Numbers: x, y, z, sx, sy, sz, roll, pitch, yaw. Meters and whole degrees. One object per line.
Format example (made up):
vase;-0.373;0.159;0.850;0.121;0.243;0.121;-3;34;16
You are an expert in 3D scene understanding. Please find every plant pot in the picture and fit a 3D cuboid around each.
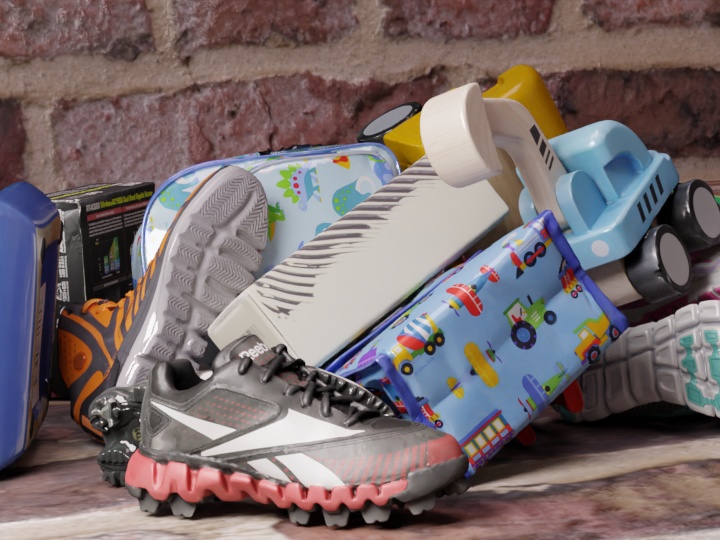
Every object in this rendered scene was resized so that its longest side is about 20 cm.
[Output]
plant pot;-0.287;0.031;1.355;0.179;0.201;0.200;5;5;-4

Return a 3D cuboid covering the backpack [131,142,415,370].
backpack;-0.058;0.001;1.509;0.199;0.184;0.147;-8;-11;-12

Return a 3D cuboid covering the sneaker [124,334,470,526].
sneaker;-0.037;0.085;1.163;0.199;0.099;0.071;2;5;22

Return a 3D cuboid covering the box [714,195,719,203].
box;0.198;-0.051;1.695;0.117;0.049;0.200;13;2;-21

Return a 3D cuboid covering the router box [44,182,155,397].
router box;-0.213;0.011;1.687;0.062;0.151;0.200;-2;5;11

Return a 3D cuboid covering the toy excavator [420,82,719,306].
toy excavator;0.127;-0.056;1.383;0.100;0.201;0.195;-20;18;37

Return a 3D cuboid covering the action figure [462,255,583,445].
action figure;0.081;0.052;1.432;0.065;0.099;0.200;-30;8;-8

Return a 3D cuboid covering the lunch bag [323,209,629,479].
lunch bag;0.045;0.053;1.332;0.150;0.094;0.200;-40;11;-24

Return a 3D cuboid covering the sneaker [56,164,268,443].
sneaker;-0.142;0.016;1.413;0.112;0.201;0.078;12;-19;47

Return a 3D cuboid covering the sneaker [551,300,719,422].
sneaker;0.222;0.061;1.401;0.199;0.078;0.091;-3;-5;40

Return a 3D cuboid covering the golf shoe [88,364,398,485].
golf shoe;-0.059;0.086;1.263;0.199;0.078;0.094;2;7;24

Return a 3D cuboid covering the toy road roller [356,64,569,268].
toy road roller;0.099;-0.082;1.601;0.146;0.123;0.200;-33;17;-8

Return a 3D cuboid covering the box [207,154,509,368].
box;0.000;0.000;1.397;0.200;0.068;0.082;-38;-2;-33

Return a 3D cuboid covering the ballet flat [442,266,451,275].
ballet flat;0.120;-0.007;1.633;0.066;0.057;0.200;10;-8;-28

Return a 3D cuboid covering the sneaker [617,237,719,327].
sneaker;0.223;0.023;1.486;0.199;0.081;0.088;-17;35;40
